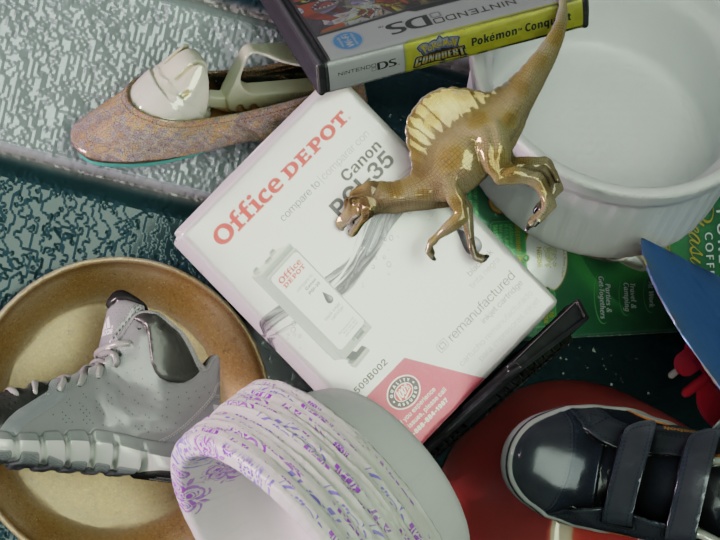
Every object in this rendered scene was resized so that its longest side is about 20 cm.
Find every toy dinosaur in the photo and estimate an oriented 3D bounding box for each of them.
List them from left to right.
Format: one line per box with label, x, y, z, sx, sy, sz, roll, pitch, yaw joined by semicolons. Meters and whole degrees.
toy dinosaur;0.078;-0.073;1.537;0.200;0.058;0.101;-42;96;-3

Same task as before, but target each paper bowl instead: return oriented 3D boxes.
paper bowl;-0.013;0.152;1.529;0.104;0.200;0.201;-37;96;-25

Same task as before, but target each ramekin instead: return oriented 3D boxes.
ramekin;0.160;-0.105;1.662;0.199;0.098;0.202;5;57;-7

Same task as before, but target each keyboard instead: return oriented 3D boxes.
keyboard;0.091;0.071;1.626;0.021;0.200;0.127;47;56;2

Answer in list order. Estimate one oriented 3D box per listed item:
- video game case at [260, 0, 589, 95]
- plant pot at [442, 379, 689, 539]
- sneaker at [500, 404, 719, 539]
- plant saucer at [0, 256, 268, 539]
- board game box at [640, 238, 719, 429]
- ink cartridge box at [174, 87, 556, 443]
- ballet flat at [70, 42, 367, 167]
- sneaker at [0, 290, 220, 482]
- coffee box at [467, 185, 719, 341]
video game case;0.025;-0.193;1.632;0.179;0.200;0.026;-15;130;-13
plant pot;0.162;0.169;1.645;0.199;0.177;0.202;1;87;-14
sneaker;0.186;0.126;1.523;0.199;0.079;0.079;12;85;-11
plant saucer;-0.157;0.093;1.644;0.199;0.035;0.202;1;87;-13
board game box;0.229;0.063;1.634;0.039;0.200;0.159;-39;62;18
ink cartridge box;0.000;0.000;1.600;0.200;0.083;0.147;45;84;-3
ballet flat;-0.090;-0.115;1.650;0.199;0.068;0.068;-9;131;-21
sneaker;-0.178;0.068;1.592;0.199;0.075;0.116;8;81;-23
coffee box;0.155;-0.015;1.719;0.198;0.044;0.124;-4;89;-13
